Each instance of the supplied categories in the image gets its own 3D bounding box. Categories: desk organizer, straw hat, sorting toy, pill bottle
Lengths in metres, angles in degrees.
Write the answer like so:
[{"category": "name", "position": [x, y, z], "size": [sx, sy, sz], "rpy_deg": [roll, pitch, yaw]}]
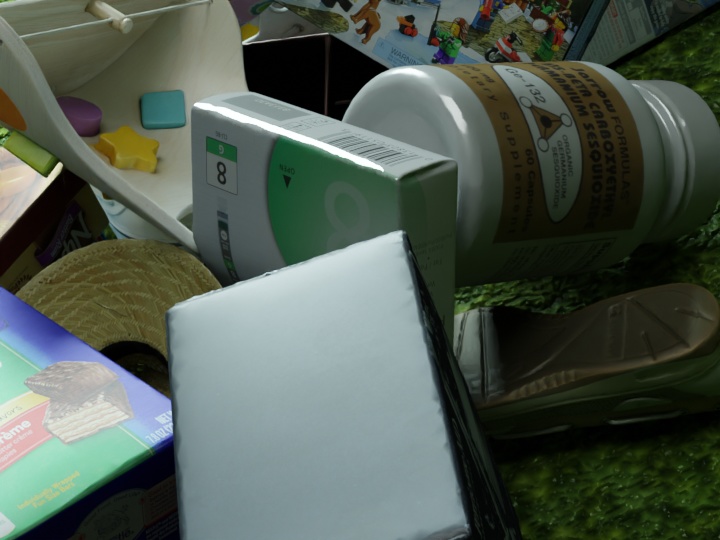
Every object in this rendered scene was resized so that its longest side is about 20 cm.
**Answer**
[{"category": "desk organizer", "position": [0.013, -0.102, 1.274], "size": [0.200, 0.077, 0.072], "rpy_deg": [-4, 41, 25]}, {"category": "straw hat", "position": [-0.123, 0.091, 1.108], "size": [0.201, 0.085, 0.201], "rpy_deg": [-13, 62, 26]}, {"category": "sorting toy", "position": [-0.120, -0.077, 1.153], "size": [0.180, 0.107, 0.200], "rpy_deg": [41, 31, 17]}, {"category": "pill bottle", "position": [0.095, -0.053, 1.080], "size": [0.200, 0.115, 0.114], "rpy_deg": [-6, 22, -39]}]

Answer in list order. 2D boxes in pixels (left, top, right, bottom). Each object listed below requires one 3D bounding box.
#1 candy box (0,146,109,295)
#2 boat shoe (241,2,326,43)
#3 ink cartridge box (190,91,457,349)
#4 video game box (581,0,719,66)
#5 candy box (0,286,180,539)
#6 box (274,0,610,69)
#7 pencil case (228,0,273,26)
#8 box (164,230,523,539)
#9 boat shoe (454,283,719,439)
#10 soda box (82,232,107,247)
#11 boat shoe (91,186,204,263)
[{"category": "candy box", "position": [-0.264, -0.023, 1.236], "size": [0.200, 0.057, 0.117], "rpy_deg": [8, 48, 38]}, {"category": "boat shoe", "position": [-0.056, -0.180, 1.350], "size": [0.202, 0.086, 0.075], "rpy_deg": [-25, 51, 30]}, {"category": "ink cartridge box", "position": [-0.021, 0.023, 1.040], "size": [0.050, 0.200, 0.161], "rpy_deg": [-15, 25, -40]}, {"category": "video game box", "position": [0.156, -0.236, 1.256], "size": [0.182, 0.200, 0.047], "rpy_deg": [-28, 32, -6]}, {"category": "candy box", "position": [-0.199, 0.093, 0.999], "size": [0.169, 0.077, 0.200], "rpy_deg": [-30, 43, -35]}, {"category": "box", "position": [0.045, -0.180, 1.173], "size": [0.200, 0.137, 0.038], "rpy_deg": [32, 21, 18]}, {"category": "pencil case", "position": [-0.128, -0.166, 1.287], "size": [0.200, 0.087, 0.087], "rpy_deg": [-32, 36, 12]}, {"category": "box", "position": [0.006, 0.128, 0.900], "size": [0.124, 0.197, 0.200], "rpy_deg": [-20, 38, 6]}, {"category": "boat shoe", "position": [0.100, 0.057, 1.060], "size": [0.200, 0.063, 0.073], "rpy_deg": [-14, 42, 26]}, {"category": "soda box", "position": [-0.249, 0.028, 1.268], "size": [0.200, 0.068, 0.064], "rpy_deg": [-22, 36, 4]}, {"category": "boat shoe", "position": [-0.147, -0.062, 1.323], "size": [0.074, 0.065, 0.200], "rpy_deg": [-41, 40, -21]}]
